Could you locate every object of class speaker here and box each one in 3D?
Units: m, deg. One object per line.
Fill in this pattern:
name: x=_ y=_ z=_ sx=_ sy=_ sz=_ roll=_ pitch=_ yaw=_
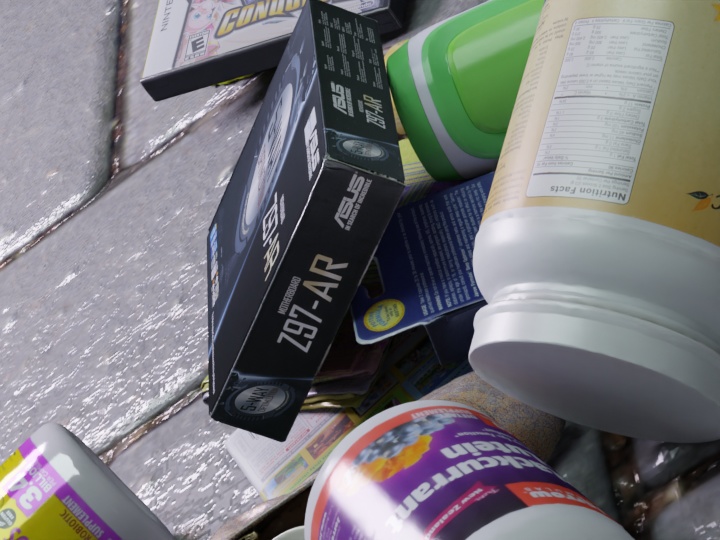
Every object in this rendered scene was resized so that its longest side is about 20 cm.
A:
speaker: x=0.118 y=-0.117 z=1.273 sx=0.199 sy=0.089 sz=0.089 roll=-22 pitch=31 yaw=14

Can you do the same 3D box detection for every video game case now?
video game case: x=0.031 y=0.062 z=1.254 sx=0.200 sy=0.023 sz=0.182 roll=-43 pitch=26 yaw=-2
video game case: x=-0.053 y=-0.215 z=1.689 sx=0.199 sy=0.026 sz=0.181 roll=-14 pitch=47 yaw=26

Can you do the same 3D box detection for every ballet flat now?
ballet flat: x=0.011 y=0.110 z=1.133 sx=0.199 sy=0.068 sz=0.067 roll=-34 pitch=-3 yaw=4

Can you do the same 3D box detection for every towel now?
towel: x=0.000 y=0.000 z=1.337 sx=0.143 sy=0.023 sz=0.200 roll=-10 pitch=40 yaw=48

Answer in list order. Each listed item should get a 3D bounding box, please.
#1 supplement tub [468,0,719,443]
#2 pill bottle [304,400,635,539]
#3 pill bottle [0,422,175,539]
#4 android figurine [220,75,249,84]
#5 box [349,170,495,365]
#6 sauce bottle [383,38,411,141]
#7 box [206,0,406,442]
supplement tub: x=0.132 y=-0.037 z=1.088 sx=0.144 sy=0.144 sz=0.201 roll=-4 pitch=64 yaw=51
pill bottle: x=0.059 y=0.136 z=1.005 sx=0.111 sy=0.111 sz=0.200 roll=-44 pitch=27 yaw=-4
pill bottle: x=-0.199 y=0.185 z=1.294 sx=0.200 sy=0.104 sz=0.104 roll=-46 pitch=27 yaw=-5
android figurine: x=-0.071 y=-0.207 z=1.767 sx=0.181 sy=0.041 sz=0.200 roll=-27 pitch=29 yaw=27
box: x=0.089 y=-0.016 z=1.220 sx=0.199 sy=0.033 sz=0.121 roll=-20 pitch=29 yaw=4
sauce bottle: x=0.087 y=-0.117 z=1.395 sx=0.199 sy=0.065 sz=0.065 roll=-10 pitch=41 yaw=45
box: x=-0.033 y=-0.031 z=1.268 sx=0.200 sy=0.043 sz=0.161 roll=-97 pitch=28 yaw=-60
